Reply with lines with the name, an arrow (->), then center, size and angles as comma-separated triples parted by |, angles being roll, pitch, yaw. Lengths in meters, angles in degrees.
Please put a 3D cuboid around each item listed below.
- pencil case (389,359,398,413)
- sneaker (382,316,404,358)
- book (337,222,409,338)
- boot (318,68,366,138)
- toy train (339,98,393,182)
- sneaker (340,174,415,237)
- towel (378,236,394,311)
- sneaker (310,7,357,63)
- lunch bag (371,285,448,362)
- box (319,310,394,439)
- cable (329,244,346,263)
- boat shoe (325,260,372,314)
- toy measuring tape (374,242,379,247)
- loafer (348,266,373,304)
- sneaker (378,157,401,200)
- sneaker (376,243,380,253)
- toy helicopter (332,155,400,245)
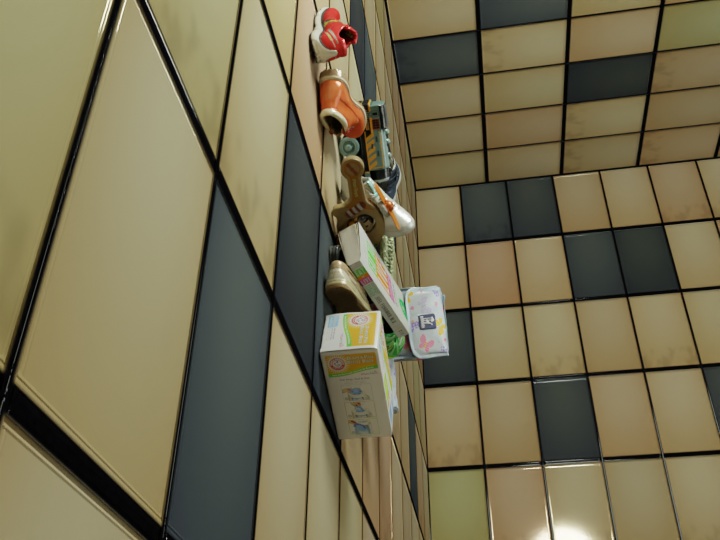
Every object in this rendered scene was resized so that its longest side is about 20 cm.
pencil case -> 0.040, 0.220, 1.801 | 0.090, 0.082, 0.202 | 29, 52, -55
sneaker -> 0.057, 0.132, 1.706 | 0.075, 0.083, 0.200 | 61, 14, 21
book -> 0.029, 0.022, 1.603 | 0.201, 0.048, 0.134 | 56, 14, -32
boot -> -0.040, -0.304, 1.651 | 0.200, 0.074, 0.109 | 50, 38, -62
toy train -> 0.011, -0.286, 1.821 | 0.085, 0.112, 0.202 | -72, 155, -70
sneaker -> 0.029, -0.145, 1.690 | 0.075, 0.199, 0.089 | -40, 149, -26
towel -> 0.059, 0.014, 1.813 | 0.148, 0.036, 0.203 | 80, 12, -80
sneaker -> -0.047, -0.464, 1.621 | 0.201, 0.084, 0.078 | -86, 168, -51
lunch bag -> 0.104, 0.127, 1.920 | 0.127, 0.197, 0.172 | 42, 44, -79
box -> -0.002, 0.185, 1.452 | 0.113, 0.100, 0.202 | -83, 166, -56
cable -> -0.034, 0.030, 1.628 | 0.200, 0.050, 0.098 | 52, 43, -54
boat shoe -> -0.018, 0.048, 1.544 | 0.200, 0.070, 0.065 | 68, 19, -61
toy measuring tape -> 0.010, -0.120, 1.856 | 0.074, 0.073, 0.203 | 36, 48, -80
loafer -> 0.000, 0.000, 1.753 | 0.201, 0.072, 0.073 | 90, -10, -60
sneaker -> 0.082, -0.315, 2.508 | 0.147, 0.076, 0.204 | 81, 9, -46
sneaker -> 0.034, -0.114, 1.991 | 0.201, 0.083, 0.077 | 76, 11, -48
toy helicopter -> 0.006, -0.136, 1.618 | 0.079, 0.130, 0.202 | -84, 166, -53
